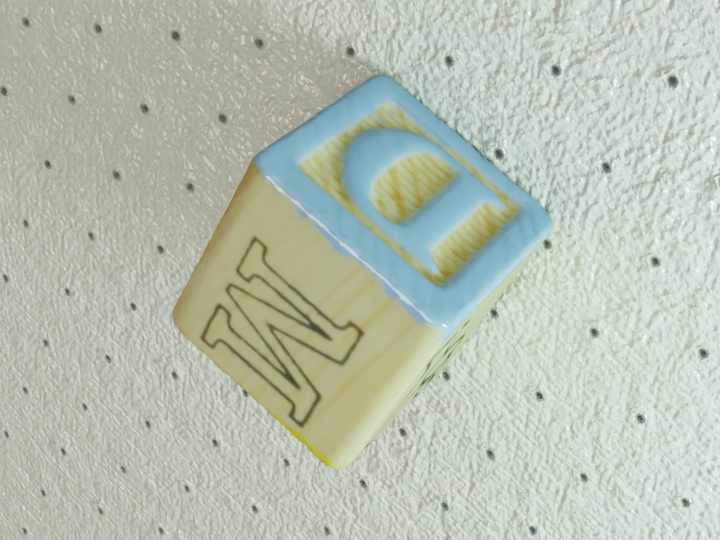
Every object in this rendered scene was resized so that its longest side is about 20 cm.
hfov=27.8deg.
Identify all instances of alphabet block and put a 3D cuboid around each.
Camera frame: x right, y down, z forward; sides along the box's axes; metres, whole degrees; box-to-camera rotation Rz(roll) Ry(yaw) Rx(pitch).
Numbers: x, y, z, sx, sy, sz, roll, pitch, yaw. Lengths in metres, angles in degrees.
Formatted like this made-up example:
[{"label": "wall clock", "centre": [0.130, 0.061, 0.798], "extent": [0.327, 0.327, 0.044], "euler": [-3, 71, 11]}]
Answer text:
[{"label": "alphabet block", "centre": [0.000, 0.000, 1.164], "extent": [0.196, 0.195, 0.200], "euler": [42, 133, 9]}]
